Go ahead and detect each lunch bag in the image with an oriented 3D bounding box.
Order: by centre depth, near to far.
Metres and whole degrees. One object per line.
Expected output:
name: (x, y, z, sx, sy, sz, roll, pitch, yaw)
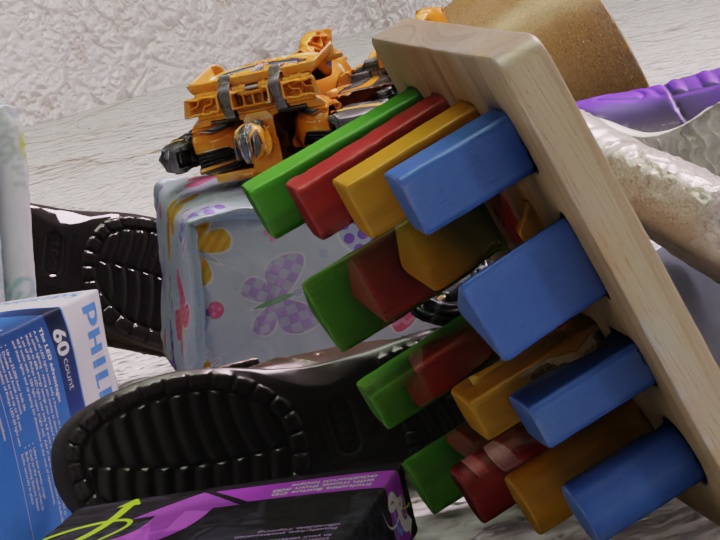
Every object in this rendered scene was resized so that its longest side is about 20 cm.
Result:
lunch bag: (0.000, 0.000, 1.201, 0.200, 0.127, 0.170, -2, 8, -9)

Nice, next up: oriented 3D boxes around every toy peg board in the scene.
toy peg board: (0.046, 0.019, 0.873, 0.098, 0.200, 0.199, -32, 13, -6)

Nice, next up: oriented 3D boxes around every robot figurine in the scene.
robot figurine: (-0.023, -0.091, 1.212, 0.145, 0.058, 0.200, -10, 10, 23)

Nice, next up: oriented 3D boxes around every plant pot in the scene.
plant pot: (0.059, -0.063, 1.369, 0.200, 0.187, 0.186, -28, 11, -5)

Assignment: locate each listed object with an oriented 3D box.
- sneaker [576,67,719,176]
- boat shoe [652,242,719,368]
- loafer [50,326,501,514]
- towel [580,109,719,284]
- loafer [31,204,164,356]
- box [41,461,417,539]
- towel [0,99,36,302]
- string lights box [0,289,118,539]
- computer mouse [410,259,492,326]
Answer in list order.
sneaker: (0.173, -0.067, 1.158, 0.200, 0.070, 0.099, -4, 23, 48)
boat shoe: (0.152, 0.013, 1.106, 0.066, 0.070, 0.200, -15, 6, 35)
loafer: (-0.035, 0.073, 1.009, 0.200, 0.073, 0.071, -9, -2, -13)
towel: (0.150, -0.015, 0.954, 0.200, 0.035, 0.132, 27, 2, -45)
loafer: (-0.164, 0.002, 1.332, 0.200, 0.073, 0.071, 18, -19, -20)
box: (-0.070, 0.121, 0.838, 0.143, 0.036, 0.200, -9, 11, 16)
towel: (-0.236, 0.013, 1.186, 0.171, 0.200, 0.048, -5, -1, 39)
string lights box: (-0.172, 0.083, 0.981, 0.059, 0.103, 0.200, -8, 10, 27)
computer mouse: (0.072, -0.004, 1.071, 0.200, 0.059, 0.034, -21, -30, -54)
